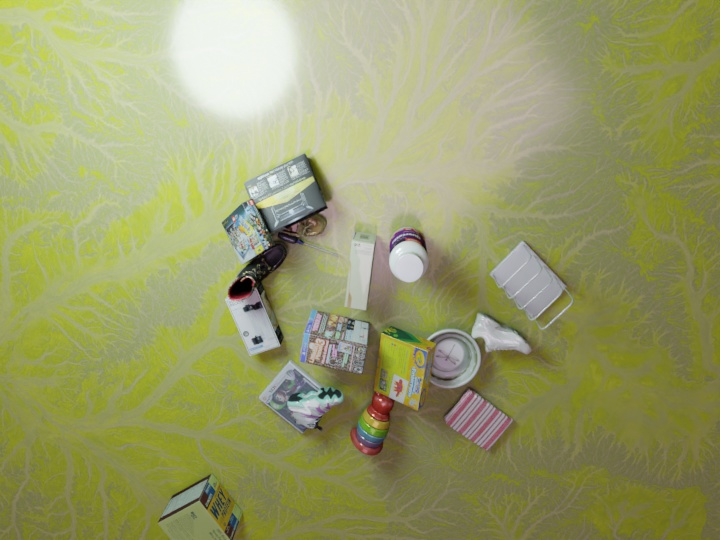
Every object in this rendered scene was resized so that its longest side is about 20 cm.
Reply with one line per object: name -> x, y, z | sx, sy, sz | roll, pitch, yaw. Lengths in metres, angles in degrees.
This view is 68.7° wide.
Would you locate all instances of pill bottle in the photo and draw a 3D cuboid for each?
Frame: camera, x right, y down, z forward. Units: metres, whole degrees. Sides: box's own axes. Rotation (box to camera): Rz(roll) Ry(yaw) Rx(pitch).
pill bottle -> 0.134, -0.042, 1.477 | 0.108, 0.201, 0.117 | 1, 110, 3

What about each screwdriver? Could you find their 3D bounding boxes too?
screwdriver -> -0.157, -0.073, 1.575 | 0.194, 0.028, 0.030 | 24, 81, -1

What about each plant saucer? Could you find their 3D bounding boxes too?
plant saucer -> 0.279, 0.269, 1.656 | 0.192, 0.050, 0.208 | 1, 110, 3

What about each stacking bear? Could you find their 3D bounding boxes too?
stacking bear -> 0.051, 0.484, 1.721 | 0.118, 0.114, 0.206 | 19, 105, -4

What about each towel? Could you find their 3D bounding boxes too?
towel -> 0.390, 0.493, 1.742 | 0.197, 0.030, 0.148 | 34, 108, -11

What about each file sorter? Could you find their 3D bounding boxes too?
file sorter -> 0.498, 0.049, 1.526 | 0.199, 0.125, 0.139 | 42, 108, -11

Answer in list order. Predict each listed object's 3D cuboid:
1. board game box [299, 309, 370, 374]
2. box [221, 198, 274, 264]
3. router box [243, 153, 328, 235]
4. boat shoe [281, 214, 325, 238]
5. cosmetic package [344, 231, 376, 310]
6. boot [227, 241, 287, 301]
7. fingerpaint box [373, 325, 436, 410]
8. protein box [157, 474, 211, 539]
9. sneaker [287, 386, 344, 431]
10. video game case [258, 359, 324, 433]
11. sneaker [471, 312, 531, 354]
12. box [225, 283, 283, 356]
board game box -> -0.075, 0.215, 1.603 | 0.192, 0.160, 0.100 | 12, 111, 0
box -> -0.321, -0.105, 1.492 | 0.037, 0.198, 0.140 | -28, 94, -32
router box -> -0.209, -0.210, 1.480 | 0.194, 0.052, 0.162 | -24, 88, 2
boat shoe -> -0.199, -0.134, 1.540 | 0.192, 0.063, 0.076 | 6, 110, 2
cosmetic package -> 0.000, 0.000, 1.554 | 0.068, 0.106, 0.208 | 8, 108, 2
boot -> -0.304, 0.005, 1.549 | 0.196, 0.151, 0.074 | -32, 105, 14
fingerpaint box -> 0.136, 0.300, 1.633 | 0.162, 0.073, 0.208 | 17, 112, 28
protein box -> -0.569, 0.884, 1.883 | 0.196, 0.136, 0.202 | -30, 105, 14
sneaker -> -0.133, 0.464, 1.720 | 0.193, 0.078, 0.145 | -8, 110, 17
video game case -> -0.213, 0.424, 1.758 | 0.199, 0.023, 0.183 | 40, 107, -10
sneaker -> 0.425, 0.213, 1.611 | 0.195, 0.078, 0.102 | 29, 101, 3
box -> -0.331, 0.152, 1.650 | 0.113, 0.060, 0.206 | -16, 107, 9
